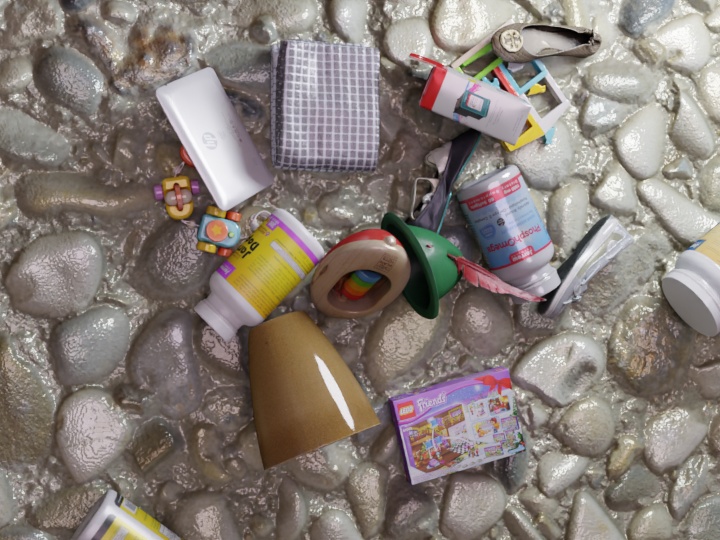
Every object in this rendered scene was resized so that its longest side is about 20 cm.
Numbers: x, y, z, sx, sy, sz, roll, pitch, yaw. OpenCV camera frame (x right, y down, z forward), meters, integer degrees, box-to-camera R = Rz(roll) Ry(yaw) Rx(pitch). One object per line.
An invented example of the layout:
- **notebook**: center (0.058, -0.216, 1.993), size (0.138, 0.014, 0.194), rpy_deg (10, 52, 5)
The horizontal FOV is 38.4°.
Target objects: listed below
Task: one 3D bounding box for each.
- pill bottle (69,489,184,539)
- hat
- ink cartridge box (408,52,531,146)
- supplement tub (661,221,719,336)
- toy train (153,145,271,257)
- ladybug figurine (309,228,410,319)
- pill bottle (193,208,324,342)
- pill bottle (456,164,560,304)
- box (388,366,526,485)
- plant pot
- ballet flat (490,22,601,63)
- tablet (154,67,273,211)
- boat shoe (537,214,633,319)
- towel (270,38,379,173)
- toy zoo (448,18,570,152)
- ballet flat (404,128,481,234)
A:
- **pill bottle**: center (-0.321, 0.424, 1.515), size (0.199, 0.114, 0.115), rpy_deg (38, 84, -9)
- **hat**: center (0.148, -0.029, 1.587), size (0.175, 0.166, 0.202), rpy_deg (-25, 114, -15)
- **ink cartridge box**: center (0.156, -0.265, 1.585), size (0.198, 0.116, 0.068), rpy_deg (23, 104, -1)
- **supplement tub**: center (0.606, -0.003, 1.682), size (0.199, 0.145, 0.145), rpy_deg (-38, 98, -9)
- **toy train**: center (-0.223, -0.119, 1.555), size (0.150, 0.056, 0.201), rpy_deg (-37, 97, -8)
- **ladybug figurine**: center (0.000, 0.000, 1.551), size (0.135, 0.200, 0.073), rpy_deg (20, 50, -25)
- **pill bottle**: center (-0.155, 0.011, 1.546), size (0.104, 0.104, 0.200), rpy_deg (45, 82, -9)
- **pill bottle**: center (0.237, -0.055, 1.623), size (0.108, 0.109, 0.201), rpy_deg (-27, 96, -10)
- **box**: center (0.155, 0.246, 1.648), size (0.198, 0.039, 0.138), rpy_deg (-14, 94, -11)
- **plant pot**: center (-0.089, 0.169, 1.540), size (0.185, 0.186, 0.202), rpy_deg (-19, 81, -11)
- **ballet flat**: center (0.300, -0.365, 1.644), size (0.198, 0.046, 0.068), rpy_deg (-3, 83, -22)
- **tablet**: center (-0.214, -0.197, 1.539), size (0.130, 0.014, 0.201), rpy_deg (-37, 100, -47)
- **boat shoe**: center (0.363, 0.002, 1.670), size (0.065, 0.074, 0.202), rpy_deg (40, 77, -5)
- **towel**: center (-0.053, -0.252, 1.572), size (0.164, 0.086, 0.202), rpy_deg (1, 91, -12)
- **toy zoo**: center (0.249, -0.285, 1.666), size (0.131, 0.020, 0.201), rpy_deg (-37, 97, -9)
- **ballet flat**: center (0.122, -0.143, 1.620), size (0.073, 0.073, 0.202), rpy_deg (24, 89, -11)
